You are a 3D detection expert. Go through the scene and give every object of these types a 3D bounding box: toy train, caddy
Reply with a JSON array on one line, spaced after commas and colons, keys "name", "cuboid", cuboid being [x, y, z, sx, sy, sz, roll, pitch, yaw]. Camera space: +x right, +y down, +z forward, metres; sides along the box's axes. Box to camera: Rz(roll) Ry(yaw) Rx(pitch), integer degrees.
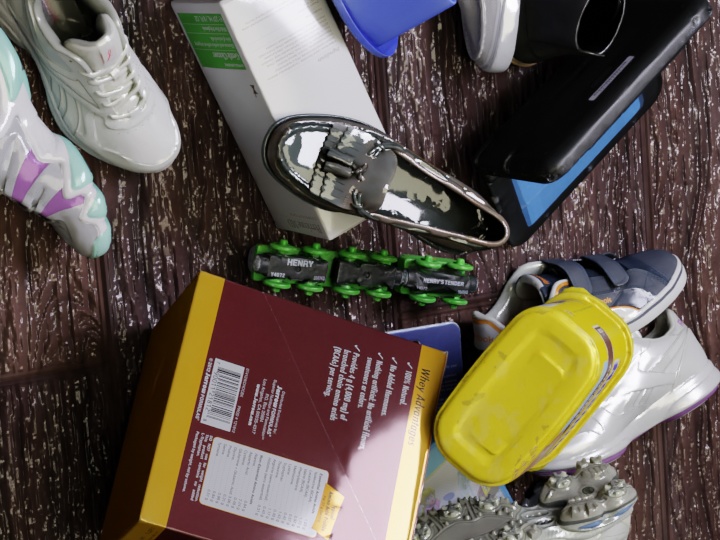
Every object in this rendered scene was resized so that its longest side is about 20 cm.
[{"name": "toy train", "cuboid": [0.000, 0.000, 1.694, 0.200, 0.056, 0.042, 6, 99, -27]}, {"name": "caddy", "cuboid": [-0.001, -0.259, 1.597, 0.105, 0.141, 0.200, -21, 103, 20]}]

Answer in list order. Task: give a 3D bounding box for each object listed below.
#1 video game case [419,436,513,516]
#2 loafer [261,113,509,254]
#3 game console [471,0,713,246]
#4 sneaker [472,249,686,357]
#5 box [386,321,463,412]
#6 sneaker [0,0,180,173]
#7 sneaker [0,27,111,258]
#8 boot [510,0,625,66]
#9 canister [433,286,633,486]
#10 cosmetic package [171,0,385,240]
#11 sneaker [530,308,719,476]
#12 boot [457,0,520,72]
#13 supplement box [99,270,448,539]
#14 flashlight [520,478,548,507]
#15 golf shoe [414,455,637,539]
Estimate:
[{"name": "video game case", "cuboid": [0.073, 0.237, 1.748, 0.143, 0.018, 0.200, -35, 113, -17]}, {"name": "loafer", "cuboid": [0.024, -0.064, 1.576, 0.200, 0.063, 0.072, 21, 87, -27]}, {"name": "game console", "cuboid": [0.198, -0.115, 1.711, 0.200, 0.176, 0.116, -47, 114, -14]}, {"name": "sneaker", "cuboid": [0.182, 0.023, 1.775, 0.200, 0.078, 0.080, -32, 115, -18]}, {"name": "box", "cuboid": [0.029, 0.144, 1.738, 0.121, 0.032, 0.201, -8, 103, -26]}, {"name": "sneaker", "cuboid": [-0.195, -0.148, 1.554, 0.078, 0.099, 0.200, -44, 113, -15]}, {"name": "sneaker", "cuboid": [-0.279, -0.069, 1.541, 0.140, 0.078, 0.200, -35, 101, -17]}, {"name": "boot", "cuboid": [0.178, -0.259, 1.705, 0.077, 0.138, 0.201, 10, 91, -27]}, {"name": "canister", "cuboid": [0.133, 0.089, 1.628, 0.087, 0.200, 0.149, 40, 100, 10]}, {"name": "cosmetic package", "cuboid": [-0.052, -0.132, 1.624, 0.085, 0.108, 0.200, -30, 107, -20]}, {"name": "sneaker", "cuboid": [0.209, 0.105, 1.813, 0.200, 0.075, 0.100, -30, 95, -25]}, {"name": "boot", "cuboid": [0.069, -0.256, 1.697, 0.095, 0.074, 0.201, -4, 90, -20]}, {"name": "supplement box", "cuboid": [-0.065, 0.137, 1.577, 0.200, 0.133, 0.198, 19, 64, -14]}, {"name": "flashlight", "cuboid": [0.200, 0.275, 1.819, 0.068, 0.068, 0.200, -45, 118, -35]}, {"name": "golf shoe", "cuboid": [0.124, 0.222, 1.676, 0.199, 0.078, 0.097, -14, 125, -12]}]
